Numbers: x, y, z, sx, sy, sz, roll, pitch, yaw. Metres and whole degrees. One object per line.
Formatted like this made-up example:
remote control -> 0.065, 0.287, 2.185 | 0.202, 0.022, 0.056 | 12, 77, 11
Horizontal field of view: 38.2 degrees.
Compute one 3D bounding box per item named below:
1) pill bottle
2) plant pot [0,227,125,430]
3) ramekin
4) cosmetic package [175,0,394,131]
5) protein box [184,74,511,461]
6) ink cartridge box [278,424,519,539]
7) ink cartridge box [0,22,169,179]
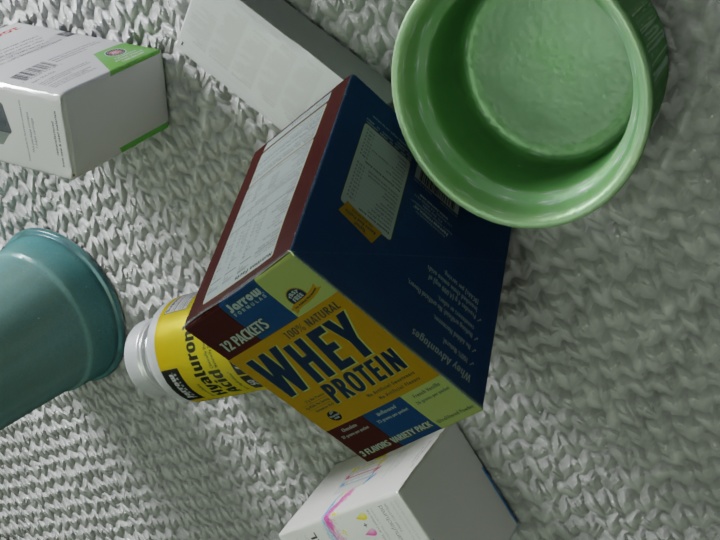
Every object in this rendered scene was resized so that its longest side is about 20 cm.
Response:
pill bottle -> -0.147, 0.074, 1.057 | 0.198, 0.111, 0.113 | -15, 106, 38
plant pot -> -0.403, 0.083, 1.171 | 0.197, 0.196, 0.203 | 14, 121, 24
ramekin -> 0.130, -0.143, 0.772 | 0.197, 0.098, 0.203 | 15, 122, 26
cosmetic package -> -0.064, -0.177, 0.909 | 0.199, 0.051, 0.083 | 39, 127, 8
protein box -> 0.000, 0.000, 0.827 | 0.198, 0.202, 0.134 | 39, 134, -23
ink cartridge box -> 0.029, 0.260, 1.034 | 0.199, 0.125, 0.130 | -30, 97, 39
ink cartridge box -> -0.309, -0.170, 1.008 | 0.197, 0.145, 0.085 | 15, 124, 26
